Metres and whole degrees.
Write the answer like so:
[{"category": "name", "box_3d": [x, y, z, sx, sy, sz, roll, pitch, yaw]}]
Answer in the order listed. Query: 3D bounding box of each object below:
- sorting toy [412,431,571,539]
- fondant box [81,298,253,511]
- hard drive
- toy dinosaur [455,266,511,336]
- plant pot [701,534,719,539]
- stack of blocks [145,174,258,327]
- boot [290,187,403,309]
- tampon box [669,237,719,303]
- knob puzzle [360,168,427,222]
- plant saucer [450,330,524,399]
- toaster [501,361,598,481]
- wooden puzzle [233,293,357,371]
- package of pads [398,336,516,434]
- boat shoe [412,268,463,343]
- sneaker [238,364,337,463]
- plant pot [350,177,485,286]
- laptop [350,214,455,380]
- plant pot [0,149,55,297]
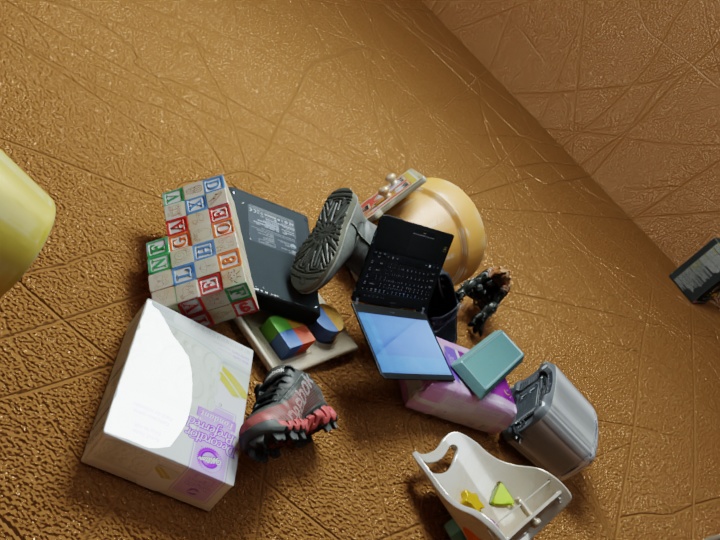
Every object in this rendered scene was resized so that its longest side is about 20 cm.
[{"category": "sorting toy", "box_3d": [0.157, 0.299, 1.007, 0.180, 0.107, 0.200, 47, 29, 23]}, {"category": "fondant box", "box_3d": [-0.200, 0.141, 0.813, 0.144, 0.058, 0.200, 30, 32, -22]}, {"category": "hard drive", "box_3d": [-0.130, -0.023, 1.057, 0.140, 0.033, 0.200, 20, 38, -29]}, {"category": "toy dinosaur", "box_3d": [0.233, 0.033, 1.397, 0.102, 0.136, 0.200, 41, -17, 29]}, {"category": "plant pot", "box_3d": [0.666, 0.533, 1.239, 0.200, 0.200, 0.184, 16, 50, -39]}, {"category": "stack of blocks", "box_3d": [-0.208, -0.023, 0.955, 0.059, 0.115, 0.200, 76, -4, -50]}, {"category": "boot", "box_3d": [0.001, 0.001, 1.080, 0.200, 0.073, 0.182, 51, 59, -44]}, {"category": "tampon box", "box_3d": [1.196, 0.003, 2.554, 0.150, 0.200, 0.126, 4, 47, -48]}, {"category": "knob puzzle", "box_3d": [0.013, -0.113, 1.275, 0.030, 0.220, 0.220, 53, 27, -12]}, {"category": "plant saucer", "box_3d": [0.210, 0.144, 1.196, 0.070, 0.019, 0.200, 49, 29, 12]}, {"category": "toaster", "box_3d": [0.316, 0.254, 1.236, 0.129, 0.114, 0.200, 43, 27, -4]}, {"category": "wooden puzzle", "box_3d": [-0.103, 0.052, 1.062, 0.185, 0.046, 0.200, 52, 30, 18]}, {"category": "package of pads", "box_3d": [0.146, 0.176, 1.171, 0.200, 0.076, 0.121, 23, 37, -31]}, {"category": "boat shoe", "box_3d": [0.127, 0.065, 1.220, 0.075, 0.200, 0.062, -32, 39, -19]}, {"category": "sneaker", "box_3d": [-0.094, 0.159, 0.857, 0.098, 0.071, 0.200, 62, 14, 11]}, {"category": "plant pot", "box_3d": [0.081, -0.041, 1.285, 0.183, 0.200, 0.200, -26, 70, -43]}, {"category": "laptop", "box_3d": [0.083, 0.043, 1.055, 0.103, 0.200, 0.177, 27, 10, 39]}, {"category": "plant pot", "box_3d": [-0.411, -0.068, 0.714, 0.189, 0.201, 0.201, 38, 26, -38]}]
